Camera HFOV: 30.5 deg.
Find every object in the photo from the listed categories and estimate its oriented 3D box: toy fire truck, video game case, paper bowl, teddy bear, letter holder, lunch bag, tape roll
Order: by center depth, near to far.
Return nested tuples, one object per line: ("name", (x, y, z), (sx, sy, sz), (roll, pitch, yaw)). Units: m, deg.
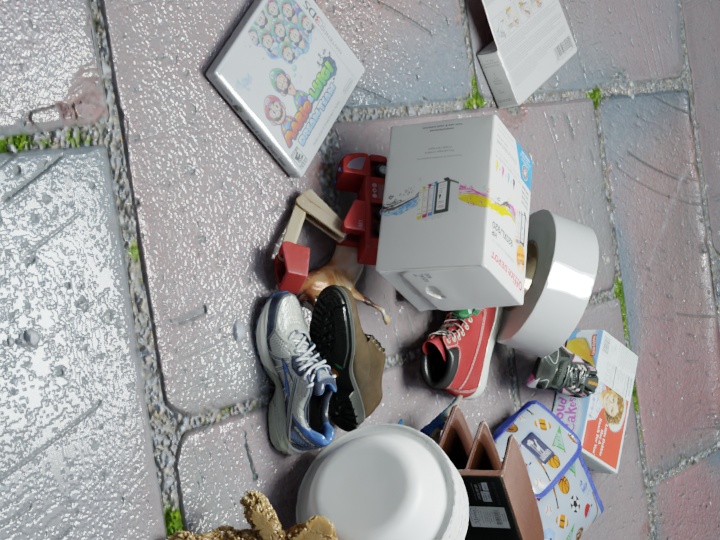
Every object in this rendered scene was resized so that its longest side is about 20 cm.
("teddy bear", (-0.122, 0.323, 1.482), (0.200, 0.067, 0.145), (-27, 91, -6))
("paper bowl", (0.020, 0.277, 1.565), (0.104, 0.200, 0.201), (55, 47, -54))
("video game case", (-0.089, -0.248, 1.650), (0.182, 0.024, 0.200), (50, 53, -32))
("toy fire truck", (-0.034, -0.063, 1.652), (0.141, 0.049, 0.200), (8, 59, -13))
("letter holder", (0.174, 0.286, 1.725), (0.142, 0.100, 0.200), (-65, 144, -47))
("tape roll", (0.255, 0.017, 1.867), (0.071, 0.202, 0.203), (20, 69, -14))
("lunch bag", (0.246, 0.309, 1.894), (0.170, 0.124, 0.200), (-36, 107, -47))

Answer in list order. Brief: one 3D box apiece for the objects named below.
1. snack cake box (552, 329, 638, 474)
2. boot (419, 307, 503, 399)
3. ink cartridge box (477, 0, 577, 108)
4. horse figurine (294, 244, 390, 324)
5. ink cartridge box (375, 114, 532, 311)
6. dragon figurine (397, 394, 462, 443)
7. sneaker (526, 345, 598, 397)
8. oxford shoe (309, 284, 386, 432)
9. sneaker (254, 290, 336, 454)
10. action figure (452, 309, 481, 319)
("snack cake box", (0.365, 0.206, 2.074), (0.115, 0.067, 0.200), (35, 62, -42))
("boot", (0.134, 0.069, 1.809), (0.144, 0.072, 0.200), (26, 69, -59))
("ink cartridge box", (0.243, -0.369, 2.010), (0.200, 0.045, 0.176), (-43, 118, -41))
("horse figurine", (0.000, 0.000, 1.696), (0.132, 0.050, 0.200), (40, 65, -18))
("ink cartridge box", (0.120, -0.067, 1.641), (0.147, 0.144, 0.200), (39, 52, -57))
("dragon figurine", (0.074, 0.235, 1.748), (0.059, 0.099, 0.200), (60, 37, -44))
("sneaker", (0.307, 0.148, 1.943), (0.200, 0.086, 0.080), (6, 105, -69))
("oxford shoe", (-0.012, 0.097, 1.649), (0.084, 0.073, 0.200), (-33, 131, -36))
("sneaker", (-0.066, 0.122, 1.594), (0.077, 0.085, 0.200), (-14, 96, -47))
("action figure", (0.169, -0.010, 1.805), (0.118, 0.055, 0.200), (48, 51, -28))
